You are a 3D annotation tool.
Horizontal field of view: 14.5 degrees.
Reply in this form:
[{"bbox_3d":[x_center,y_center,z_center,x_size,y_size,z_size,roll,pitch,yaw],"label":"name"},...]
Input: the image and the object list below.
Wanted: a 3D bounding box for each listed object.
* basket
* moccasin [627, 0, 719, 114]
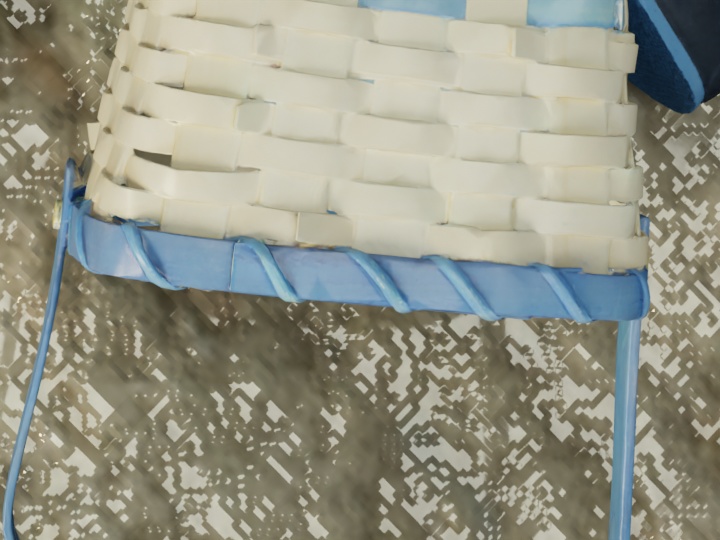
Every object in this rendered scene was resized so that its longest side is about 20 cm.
[{"bbox_3d":[0.000,0.000,0.782,0.175,0.139,0.201,8,93,-8],"label":"basket"},{"bbox_3d":[0.062,-0.143,0.831,0.068,0.080,0.200,-35,96,-15],"label":"moccasin"}]
